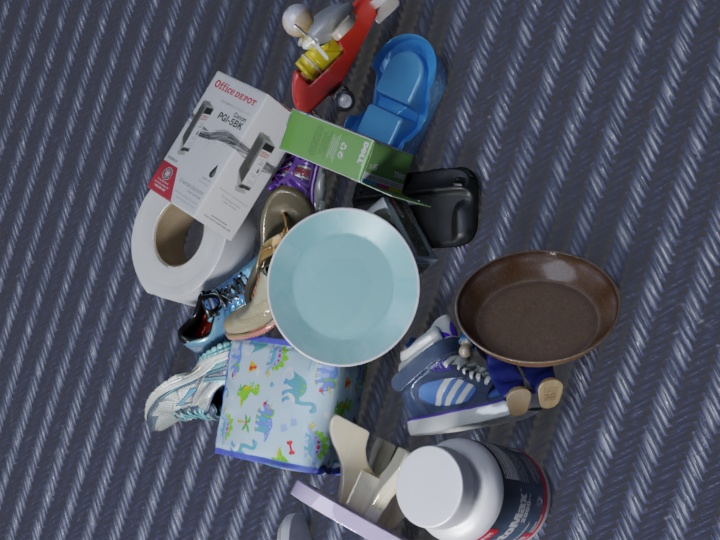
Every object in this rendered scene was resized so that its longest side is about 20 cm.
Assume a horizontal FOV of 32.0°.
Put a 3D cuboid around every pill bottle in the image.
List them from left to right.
[{"bbox_3d":[0.130,0.260,1.469,0.118,0.199,0.122,-9,74,33],"label":"pill bottle"}]

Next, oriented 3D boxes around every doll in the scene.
[{"bbox_3d":[0.188,0.089,1.534,0.134,0.049,0.201,-14,39,-5],"label":"doll"}]

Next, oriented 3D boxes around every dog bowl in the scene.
[{"bbox_3d":[0.051,-0.224,1.737,0.111,0.049,0.203,28,96,37],"label":"dog bowl"}]

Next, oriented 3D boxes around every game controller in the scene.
[{"bbox_3d":[0.071,-0.081,1.701,0.197,0.042,0.106,-3,91,35],"label":"game controller"}]

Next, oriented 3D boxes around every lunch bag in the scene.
[{"bbox_3d":[-0.102,0.180,1.701,0.197,0.127,0.173,6,82,26],"label":"lunch bag"}]

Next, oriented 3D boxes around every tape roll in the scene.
[{"bbox_3d":[-0.254,-0.050,1.899,0.200,0.070,0.206,-9,74,33],"label":"tape roll"}]

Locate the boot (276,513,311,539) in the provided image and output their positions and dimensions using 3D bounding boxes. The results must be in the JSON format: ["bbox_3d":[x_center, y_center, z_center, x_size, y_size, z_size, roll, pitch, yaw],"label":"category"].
[{"bbox_3d":[-0.114,0.431,1.680,0.094,0.073,0.204,-11,74,26],"label":"boot"}]

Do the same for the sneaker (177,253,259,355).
[{"bbox_3d":[-0.188,0.050,1.815,0.200,0.089,0.079,-48,57,15],"label":"sneaker"}]

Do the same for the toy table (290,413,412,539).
[{"bbox_3d":[0.024,0.274,1.572,0.118,0.198,0.183,-62,20,-7],"label":"toy table"}]

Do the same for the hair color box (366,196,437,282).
[{"bbox_3d":[0.000,0.000,1.691,0.199,0.060,0.100,-40,67,29],"label":"hair color box"}]

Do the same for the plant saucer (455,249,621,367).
[{"bbox_3d":[0.213,0.052,1.506,0.197,0.037,0.202,-5,39,4],"label":"plant saucer"}]

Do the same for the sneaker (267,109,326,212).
[{"bbox_3d":[-0.091,-0.138,1.780,0.081,0.082,0.204,147,127,-69],"label":"sneaker"}]

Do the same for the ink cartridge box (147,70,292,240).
[{"bbox_3d":[-0.193,-0.166,1.786,0.146,0.083,0.202,29,87,46],"label":"ink cartridge box"}]

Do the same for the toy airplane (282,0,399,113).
[{"bbox_3d":[-0.038,-0.335,1.733,0.200,0.139,0.201,-54,14,54],"label":"toy airplane"}]

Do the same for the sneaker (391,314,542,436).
[{"bbox_3d":[0.130,0.123,1.576,0.198,0.080,0.149,-16,74,37],"label":"sneaker"}]

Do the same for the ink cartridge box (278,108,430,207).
[{"bbox_3d":[0.000,-0.149,1.660,0.198,0.103,0.060,25,97,33],"label":"ink cartridge box"}]

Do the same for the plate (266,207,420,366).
[{"bbox_3d":[-0.022,0.021,1.611,0.196,0.026,0.204,0,93,-1],"label":"plate"}]

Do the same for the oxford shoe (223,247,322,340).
[{"bbox_3d":[-0.118,0.027,1.686,0.198,0.074,0.071,-31,23,26],"label":"oxford shoe"}]

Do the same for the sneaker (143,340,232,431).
[{"bbox_3d":[-0.236,0.187,1.828,0.199,0.077,0.087,-39,63,22],"label":"sneaker"}]

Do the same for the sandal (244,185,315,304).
[{"bbox_3d":[-0.113,-0.019,1.739,0.054,0.079,0.203,-95,23,-65],"label":"sandal"}]
